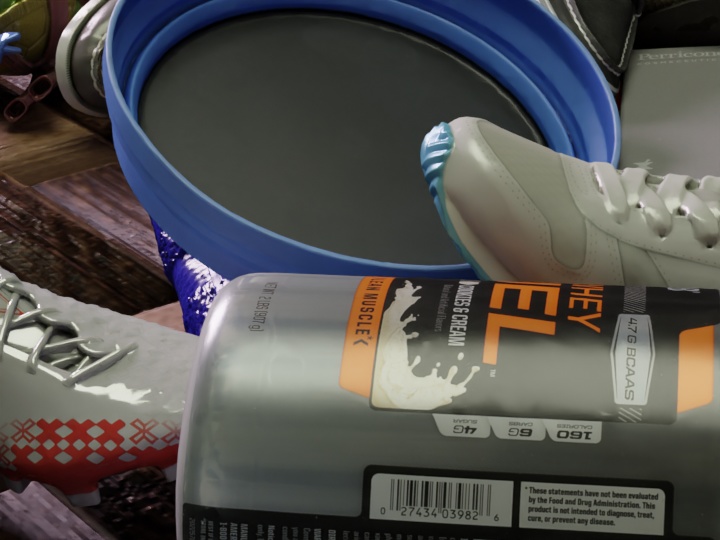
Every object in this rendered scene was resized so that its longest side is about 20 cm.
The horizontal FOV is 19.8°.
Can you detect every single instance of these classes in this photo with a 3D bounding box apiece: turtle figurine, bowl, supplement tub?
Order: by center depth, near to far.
[{"bbox_3d":[0.052,0.064,0.616,0.198,0.123,0.123,2,25,7],"label":"supplement tub"},{"bbox_3d":[-0.001,-0.058,0.789,0.199,0.040,0.201,9,43,-9],"label":"bowl"},{"bbox_3d":[-0.198,-0.175,1.115,0.199,0.145,0.193,24,31,36],"label":"turtle figurine"}]

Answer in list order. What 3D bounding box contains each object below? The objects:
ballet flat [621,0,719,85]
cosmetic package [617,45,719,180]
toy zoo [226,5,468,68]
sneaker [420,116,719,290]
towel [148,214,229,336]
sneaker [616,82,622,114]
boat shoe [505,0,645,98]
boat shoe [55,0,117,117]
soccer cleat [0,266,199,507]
[{"bbox_3d":[0.139,-0.108,0.966,0.199,0.067,0.047,-18,43,51],"label":"ballet flat"},{"bbox_3d":[0.156,-0.022,0.838,0.106,0.091,0.200,-2,28,7],"label":"cosmetic package"},{"bbox_3d":[-0.001,-0.140,0.917,0.130,0.021,0.201,11,45,-11],"label":"toy zoo"},{"bbox_3d":[0.108,-0.003,0.691,0.199,0.081,0.077,30,25,-21],"label":"sneaker"},{"bbox_3d":[0.000,0.000,0.804,0.147,0.050,0.200,-8,36,-11],"label":"towel"},{"bbox_3d":[0.027,-0.065,0.935,0.199,0.086,0.077,-9,25,-16],"label":"sneaker"},{"bbox_3d":[0.104,-0.144,0.920,0.066,0.070,0.201,-35,26,24],"label":"boat shoe"},{"bbox_3d":[-0.069,-0.124,1.078,0.060,0.073,0.201,11,23,41],"label":"boat shoe"},{"bbox_3d":[-0.128,0.028,0.718,0.199,0.086,0.069,2,29,28],"label":"soccer cleat"}]
